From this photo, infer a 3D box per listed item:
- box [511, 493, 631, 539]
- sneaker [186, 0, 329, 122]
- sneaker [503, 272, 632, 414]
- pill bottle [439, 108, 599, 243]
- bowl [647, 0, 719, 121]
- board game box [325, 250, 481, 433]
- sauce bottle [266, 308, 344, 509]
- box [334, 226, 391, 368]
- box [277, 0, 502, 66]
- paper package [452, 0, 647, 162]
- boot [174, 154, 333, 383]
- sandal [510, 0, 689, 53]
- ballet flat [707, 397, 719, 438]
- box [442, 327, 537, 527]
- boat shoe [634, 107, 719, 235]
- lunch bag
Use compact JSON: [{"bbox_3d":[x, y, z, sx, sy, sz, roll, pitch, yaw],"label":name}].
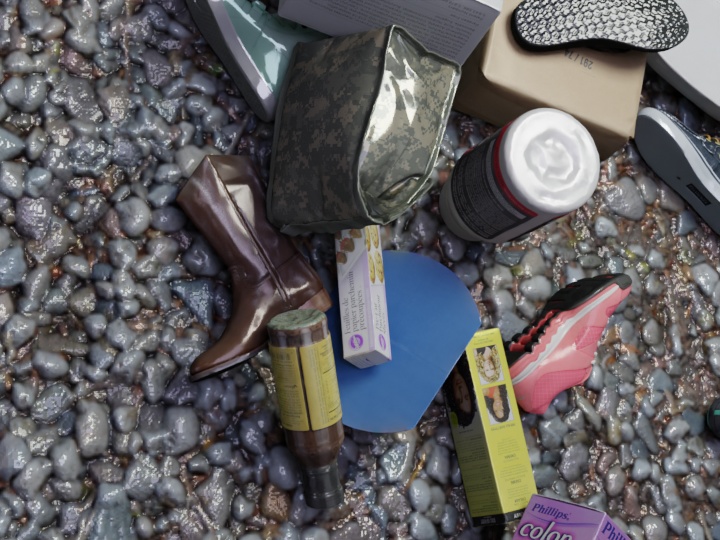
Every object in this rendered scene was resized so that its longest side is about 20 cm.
[{"bbox_3d":[0.211,0.362,1.499,0.176,0.096,0.201,46,63,-39],"label":"box"},{"bbox_3d":[-0.105,-0.272,1.563,0.118,0.074,0.201,-34,102,-17],"label":"sneaker"},{"bbox_3d":[0.232,0.080,1.631,0.200,0.074,0.087,-39,107,-19],"label":"sneaker"},{"bbox_3d":[0.159,-0.091,1.558,0.110,0.200,0.112,5,77,-20],"label":"pill bottle"},{"bbox_3d":[0.433,-0.277,1.771,0.199,0.075,0.201,35,68,-11],"label":"bowl"},{"bbox_3d":[0.028,0.077,1.547,0.157,0.039,0.201,29,74,19],"label":"board game box"},{"bbox_3d":[-0.051,0.140,1.474,0.064,0.065,0.202,-14,109,-23],"label":"sauce bottle"},{"bbox_3d":[0.000,0.000,1.535,0.041,0.038,0.202,36,44,-54],"label":"box"},{"bbox_3d":[0.040,-0.334,1.503,0.199,0.131,0.200,18,57,-14],"label":"box"},{"bbox_3d":[0.218,-0.248,1.667,0.199,0.103,0.192,18,71,-16],"label":"paper package"},{"bbox_3d":[-0.144,-0.008,1.500,0.186,0.064,0.201,-32,92,-32],"label":"boot"},{"bbox_3d":[0.259,-0.271,1.614,0.198,0.048,0.076,-1,79,-9],"label":"sandal"},{"bbox_3d":[0.497,0.181,1.701,0.198,0.073,0.074,10,75,-19],"label":"ballet flat"},{"bbox_3d":[0.133,0.167,1.563,0.050,0.075,0.202,-10,81,-26],"label":"box"},{"bbox_3d":[0.406,-0.133,1.737,0.200,0.071,0.091,47,66,-14],"label":"boat shoe"},{"bbox_3d":[-0.006,-0.128,1.476,0.117,0.163,0.202,26,73,-37],"label":"lunch bag"}]
